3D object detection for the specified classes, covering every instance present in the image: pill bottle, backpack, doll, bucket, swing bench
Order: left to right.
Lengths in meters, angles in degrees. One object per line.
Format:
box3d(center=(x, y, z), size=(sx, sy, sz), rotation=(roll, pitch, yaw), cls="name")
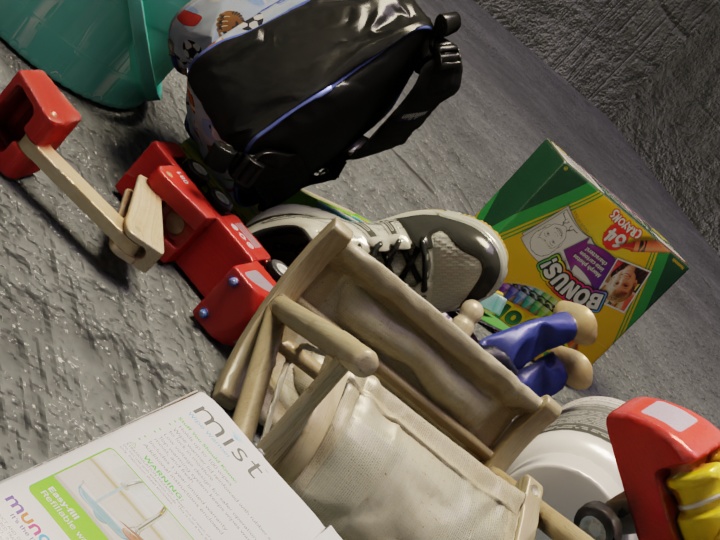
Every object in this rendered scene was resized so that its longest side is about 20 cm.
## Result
box3d(center=(-0.191, -0.230, 0.944), size=(0.206, 0.135, 0.208), rotation=(39, 20, -17), cls="bucket")
box3d(center=(-0.050, -0.132, 0.908), size=(0.155, 0.198, 0.191), rotation=(58, -16, 14), cls="backpack")
box3d(center=(0.024, 0.106, 0.716), size=(0.198, 0.130, 0.200), rotation=(39, 13, -17), cls="swing bench")
box3d(center=(0.080, 0.081, 0.873), size=(0.198, 0.138, 0.048), rotation=(-24, 38, -32), cls="doll")
box3d(center=(0.156, 0.162, 0.899), size=(0.114, 0.114, 0.200), rotation=(48, 18, 11), cls="pill bottle")

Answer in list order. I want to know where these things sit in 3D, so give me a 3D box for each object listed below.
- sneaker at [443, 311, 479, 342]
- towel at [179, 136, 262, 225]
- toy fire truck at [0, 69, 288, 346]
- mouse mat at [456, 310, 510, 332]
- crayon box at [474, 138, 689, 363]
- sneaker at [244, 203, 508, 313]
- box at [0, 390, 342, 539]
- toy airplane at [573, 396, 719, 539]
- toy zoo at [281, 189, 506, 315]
box3d(center=(0.070, 0.087, 0.944), size=(0.115, 0.073, 0.200), rotation=(51, 18, 8), cls="sneaker")
box3d(center=(-0.096, -0.086, 1.041), size=(0.086, 0.018, 0.200), rotation=(49, 17, -7), cls="towel")
box3d(center=(-0.132, -0.033, 0.789), size=(0.201, 0.049, 0.141), rotation=(50, 19, 11), cls="toy fire truck")
box3d(center=(0.050, 0.011, 1.026), size=(0.159, 0.008, 0.200), rotation=(26, 4, -17), cls="mouse mat")
box3d(center=(0.198, -0.003, 1.253), size=(0.199, 0.173, 0.059), rotation=(34, 17, -29), cls="crayon box")
box3d(center=(0.000, 0.000, 0.864), size=(0.088, 0.197, 0.077), rotation=(-32, 122, -65), cls="sneaker")
box3d(center=(-0.057, 0.160, 0.457), size=(0.200, 0.097, 0.176), rotation=(47, 17, 7), cls="box")
box3d(center=(0.227, 0.173, 0.700), size=(0.197, 0.142, 0.202), rotation=(25, 42, -15), cls="toy airplane")
box3d(center=(0.032, -0.012, 1.007), size=(0.199, 0.021, 0.131), rotation=(30, 5, 29), cls="toy zoo")
